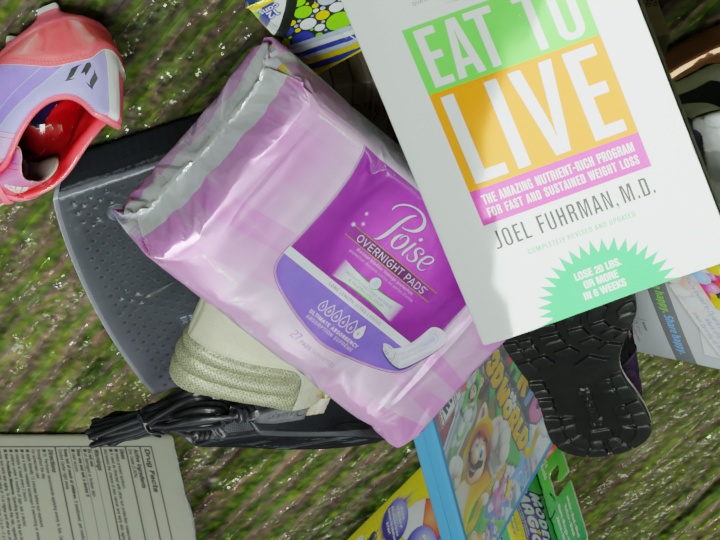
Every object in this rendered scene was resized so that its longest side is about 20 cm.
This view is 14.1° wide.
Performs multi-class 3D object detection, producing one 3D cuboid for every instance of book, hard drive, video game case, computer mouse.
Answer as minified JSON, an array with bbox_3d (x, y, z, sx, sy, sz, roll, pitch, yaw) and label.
[{"bbox_3d":[0.084,-0.076,1.397,0.133,0.048,0.200,-21,112,9],"label":"book"},{"bbox_3d":[-0.088,-0.013,1.613,0.135,0.042,0.200,-18,144,2],"label":"hard drive"},{"bbox_3d":[0.087,0.057,1.647,0.018,0.200,0.143,10,137,27],"label":"video game case"},{"bbox_3d":[-0.050,0.076,1.708,0.200,0.046,0.140,2,168,-36],"label":"computer mouse"}]

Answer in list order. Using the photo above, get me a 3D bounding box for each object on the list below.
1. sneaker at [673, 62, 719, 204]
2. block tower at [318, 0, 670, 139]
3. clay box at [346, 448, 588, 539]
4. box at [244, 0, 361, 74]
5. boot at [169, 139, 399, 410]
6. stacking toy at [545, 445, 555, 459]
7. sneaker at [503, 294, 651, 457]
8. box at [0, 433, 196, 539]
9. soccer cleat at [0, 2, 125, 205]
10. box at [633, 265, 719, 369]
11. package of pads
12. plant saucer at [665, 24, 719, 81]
[{"bbox_3d":[0.148,-0.065,1.513,0.199,0.080,0.130,-2,-174,23],"label":"sneaker"},{"bbox_3d":[0.058,-0.111,1.526,0.200,0.058,0.054,-8,144,-9],"label":"block tower"},{"bbox_3d":[0.062,0.180,1.875,0.048,0.115,0.200,12,135,-33],"label":"clay box"},{"bbox_3d":[0.039,-0.178,1.420,0.200,0.064,0.070,-27,143,15],"label":"box"},{"bbox_3d":[0.000,0.000,1.577,0.200,0.072,0.155,-4,131,-27],"label":"boot"},{"bbox_3d":[0.064,0.058,1.700,0.085,0.085,0.200,-24,140,11],"label":"stacking toy"},{"bbox_3d":[0.114,0.016,1.600,0.076,0.088,0.200,-6,144,6],"label":"sneaker"},{"bbox_3d":[-0.208,0.178,1.754,0.200,0.128,0.109,2,141,-23],"label":"box"},{"bbox_3d":[-0.193,-0.054,1.486,0.067,0.077,0.200,22,130,-41],"label":"soccer cleat"},{"bbox_3d":[0.216,0.006,1.639,0.200,0.041,0.156,11,151,26],"label":"box"},{"bbox_3d":[-0.013,-0.013,1.458,0.121,0.076,0.200,-47,125,6],"label":"package of pads"},{"bbox_3d":[0.231,-0.072,1.665,0.200,0.038,0.200,-11,145,-8],"label":"plant saucer"}]
